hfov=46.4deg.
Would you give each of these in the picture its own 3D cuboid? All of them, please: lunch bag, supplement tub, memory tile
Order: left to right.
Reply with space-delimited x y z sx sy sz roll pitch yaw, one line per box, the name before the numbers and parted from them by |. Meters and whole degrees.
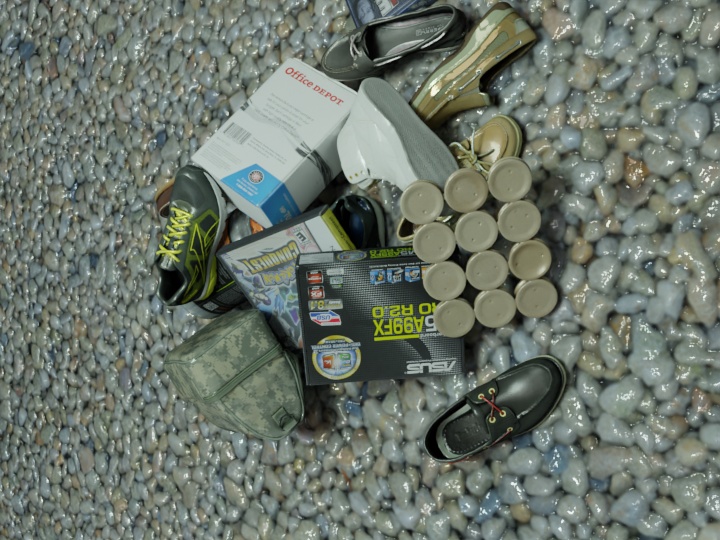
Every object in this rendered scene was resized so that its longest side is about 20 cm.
supplement tub | -0.177 -0.019 1.220 0.199 0.122 0.123 -28 75 34
lunch bag | -0.169 0.155 1.172 0.168 0.139 0.200 59 156 -9
memory tile | 0.139 -0.024 0.962 0.152 0.017 0.201 -15 112 6

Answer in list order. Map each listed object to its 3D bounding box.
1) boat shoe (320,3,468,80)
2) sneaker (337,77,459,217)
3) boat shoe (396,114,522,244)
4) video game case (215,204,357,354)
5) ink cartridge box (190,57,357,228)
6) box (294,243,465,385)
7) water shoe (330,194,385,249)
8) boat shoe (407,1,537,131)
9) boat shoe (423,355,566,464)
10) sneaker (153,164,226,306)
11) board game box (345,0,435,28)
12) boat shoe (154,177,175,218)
boat shoe | 0.036 -0.293 1.059 0.199 0.057 0.067 -12 78 16
sneaker | 0.044 -0.124 1.029 0.201 0.073 0.116 58 141 20
boat shoe | 0.121 -0.105 1.032 0.073 0.062 0.200 48 116 26
video game case | -0.071 0.020 1.097 0.199 0.026 0.181 -18 114 38
ink cartridge box | -0.102 -0.168 1.127 0.146 0.086 0.200 35 75 31
box | 0.026 0.054 1.024 0.198 0.044 0.161 -3 111 0
water shoe | 0.000 0.000 1.114 0.071 0.079 0.201 -19 81 35
boat shoe | 0.131 -0.225 1.023 0.076 0.072 0.200 48 118 12
boat shoe | 0.160 0.172 1.013 0.201 0.063 0.074 -41 66 28
sneaker | -0.230 -0.039 1.117 0.074 0.085 0.201 15 117 23
board game box | 0.060 -0.405 1.089 0.199 0.035 0.136 -30 74 33
boat shoe | -0.243 -0.122 1.297 0.199 0.070 0.071 -28 71 34
